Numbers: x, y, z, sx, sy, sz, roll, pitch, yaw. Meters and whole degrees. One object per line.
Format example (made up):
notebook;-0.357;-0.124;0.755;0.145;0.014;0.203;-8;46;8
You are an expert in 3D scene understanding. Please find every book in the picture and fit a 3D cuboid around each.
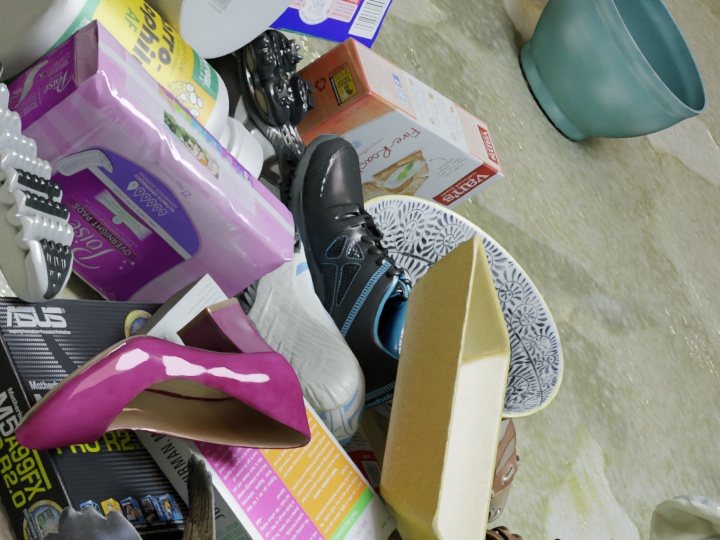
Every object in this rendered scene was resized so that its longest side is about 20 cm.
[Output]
book;-0.069;0.113;1.486;0.201;0.048;0.134;56;27;-7

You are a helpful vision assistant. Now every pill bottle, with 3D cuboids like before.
pill bottle;-0.158;-0.114;1.606;0.200;0.112;0.113;44;27;-32

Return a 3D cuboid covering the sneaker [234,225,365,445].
sneaker;-0.054;0.035;1.634;0.073;0.071;0.201;95;-24;-49

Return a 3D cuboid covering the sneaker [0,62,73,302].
sneaker;-0.231;-0.062;1.430;0.201;0.081;0.075;63;9;19

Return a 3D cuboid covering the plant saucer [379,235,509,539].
plant saucer;0.055;0.104;1.623;0.200;0.048;0.202;67;30;-64

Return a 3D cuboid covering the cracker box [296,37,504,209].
cracker box;0.002;-0.091;1.879;0.200;0.133;0.058;25;39;-52

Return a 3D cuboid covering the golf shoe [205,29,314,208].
golf shoe;-0.074;-0.070;1.766;0.078;0.094;0.202;11;66;-64

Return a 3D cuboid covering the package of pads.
package of pads;-0.146;-0.050;1.538;0.200;0.120;0.076;44;22;-33

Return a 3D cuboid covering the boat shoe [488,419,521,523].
boat shoe;0.082;0.158;1.820;0.072;0.075;0.200;67;25;-15

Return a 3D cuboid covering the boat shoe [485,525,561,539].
boat shoe;0.105;0.219;1.791;0.200;0.072;0.068;-10;72;-63

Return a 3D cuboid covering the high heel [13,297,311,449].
high heel;-0.105;0.083;1.373;0.199;0.067;0.097;-26;80;-46

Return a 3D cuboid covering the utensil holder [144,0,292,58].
utensil holder;-0.136;-0.267;1.679;0.200;0.171;0.170;39;16;20

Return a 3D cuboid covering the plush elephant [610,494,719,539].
plush elephant;0.258;0.270;1.932;0.165;0.154;0.201;40;30;-37

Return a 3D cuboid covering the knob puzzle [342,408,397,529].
knob puzzle;-0.048;0.091;1.684;0.220;0.030;0.220;46;24;-28

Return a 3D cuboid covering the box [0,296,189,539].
box;-0.151;0.097;1.447;0.200;0.044;0.161;6;57;-63

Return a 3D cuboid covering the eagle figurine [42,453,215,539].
eagle figurine;-0.083;0.213;1.339;0.200;0.151;0.152;44;-16;13

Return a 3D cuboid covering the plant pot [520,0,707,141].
plant pot;0.252;-0.218;2.550;0.200;0.134;0.201;46;26;-30

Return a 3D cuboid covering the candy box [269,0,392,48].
candy box;-0.092;-0.249;1.845;0.199;0.077;0.169;34;14;26

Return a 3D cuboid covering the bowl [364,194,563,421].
bowl;0.045;0.052;1.817;0.200;0.094;0.202;26;38;-22

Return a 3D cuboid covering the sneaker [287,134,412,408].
sneaker;0.000;0.000;1.690;0.073;0.081;0.202;22;59;-58
